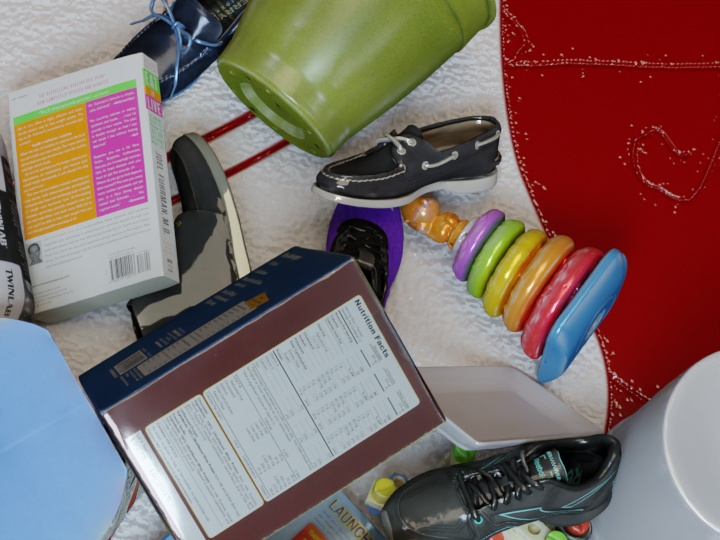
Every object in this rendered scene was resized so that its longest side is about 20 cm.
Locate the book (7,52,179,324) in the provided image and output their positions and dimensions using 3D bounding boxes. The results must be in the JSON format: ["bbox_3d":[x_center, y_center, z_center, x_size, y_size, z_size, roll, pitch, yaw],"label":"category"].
[{"bbox_3d":[-0.222,-0.070,1.287,0.133,0.048,0.201,-16,69,22],"label":"book"}]

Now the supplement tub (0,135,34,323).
[{"bbox_3d":[-0.331,-0.012,1.243,0.122,0.123,0.201,-11,70,-13],"label":"supplement tub"}]

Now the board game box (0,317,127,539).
[{"bbox_3d":[-0.264,0.132,1.154,0.158,0.039,0.201,-30,91,7],"label":"board game box"}]

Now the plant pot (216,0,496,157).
[{"bbox_3d":[-0.018,-0.209,1.344,0.200,0.200,0.193,37,79,7],"label":"plant pot"}]

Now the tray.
[{"bbox_3d":[0.106,0.113,1.236,0.107,0.200,0.022,35,108,33],"label":"tray"}]

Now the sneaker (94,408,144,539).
[{"bbox_3d":[-0.198,0.159,1.215,0.078,0.082,0.201,24,68,1],"label":"sneaker"}]

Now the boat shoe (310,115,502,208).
[{"bbox_3d":[0.044,-0.096,1.325,0.199,0.061,0.074,-9,29,-35],"label":"boat shoe"}]

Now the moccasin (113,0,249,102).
[{"bbox_3d":[-0.150,-0.226,1.383,0.080,0.068,0.200,41,69,8],"label":"moccasin"}]

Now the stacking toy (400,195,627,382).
[{"bbox_3d":[0.119,-0.008,1.327,0.200,0.116,0.110,33,69,15],"label":"stacking toy"}]

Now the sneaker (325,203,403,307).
[{"bbox_3d":[0.001,0.000,1.298,0.069,0.100,0.201,15,64,-3],"label":"sneaker"}]

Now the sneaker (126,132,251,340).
[{"bbox_3d":[-0.154,-0.018,1.298,0.106,0.075,0.201,-14,72,-13],"label":"sneaker"}]

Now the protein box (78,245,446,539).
[{"bbox_3d":[-0.079,0.092,1.117,0.199,0.198,0.135,-31,100,-11],"label":"protein box"}]

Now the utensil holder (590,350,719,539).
[{"bbox_3d":[0.281,0.165,1.224,0.169,0.200,0.171,3,68,-7],"label":"utensil holder"}]

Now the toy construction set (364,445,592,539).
[{"bbox_3d":[0.106,0.220,1.233,0.131,0.092,0.200,-33,81,-34],"label":"toy construction set"}]

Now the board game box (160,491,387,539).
[{"bbox_3d":[-0.066,0.265,1.209,0.196,0.056,0.200,-40,79,-21],"label":"board game box"}]

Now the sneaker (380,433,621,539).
[{"bbox_3d":[0.109,0.162,1.176,0.199,0.079,0.076,-11,60,-23],"label":"sneaker"}]
